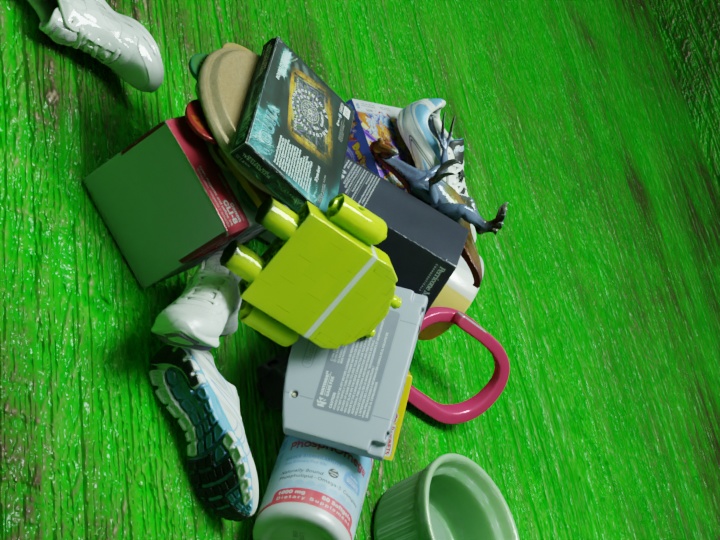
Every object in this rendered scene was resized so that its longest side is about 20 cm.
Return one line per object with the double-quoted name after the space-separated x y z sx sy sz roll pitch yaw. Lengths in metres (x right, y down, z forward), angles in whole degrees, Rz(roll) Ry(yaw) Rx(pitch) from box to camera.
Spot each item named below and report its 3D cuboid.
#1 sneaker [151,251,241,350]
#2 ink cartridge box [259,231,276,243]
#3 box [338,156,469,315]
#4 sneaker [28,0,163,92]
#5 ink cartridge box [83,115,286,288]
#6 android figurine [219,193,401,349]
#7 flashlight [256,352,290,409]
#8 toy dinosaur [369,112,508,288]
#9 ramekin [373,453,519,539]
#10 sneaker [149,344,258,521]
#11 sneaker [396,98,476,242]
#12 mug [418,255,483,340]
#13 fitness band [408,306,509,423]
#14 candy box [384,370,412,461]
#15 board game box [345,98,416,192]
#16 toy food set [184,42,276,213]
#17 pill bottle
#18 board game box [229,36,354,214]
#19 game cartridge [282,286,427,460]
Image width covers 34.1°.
-0.172 0.029 1.265 0.200 0.075 0.100 -59 162 -82 "sneaker"
-0.050 -0.109 1.550 0.200 0.146 0.147 32 42 -41 "ink cartridge box"
0.000 0.000 1.414 0.182 0.200 0.104 32 30 -2 "box"
-0.318 -0.276 1.370 0.200 0.075 0.100 47 47 -15 "sneaker"
-0.179 -0.093 1.348 0.145 0.145 0.200 60 31 0 "ink cartridge box"
-0.045 0.007 1.253 0.200 0.182 0.041 31 19 -26 "android figurine"
-0.047 0.124 1.451 0.200 0.068 0.068 -24 124 -57 "flashlight"
0.087 -0.088 1.427 0.181 0.201 0.105 17 13 3 "toy dinosaur"
0.106 0.339 1.463 0.200 0.098 0.200 36 39 -36 "ramekin"
-0.148 0.168 1.258 0.087 0.075 0.201 -3 68 -63 "sneaker"
0.108 -0.123 1.496 0.072 0.072 0.201 -27 97 -60 "sneaker"
0.069 0.007 1.644 0.153 0.149 0.187 37 31 -21 "mug"
0.120 0.132 1.620 0.200 0.144 0.037 38 6 -35 "fitness band"
0.037 0.165 1.432 0.026 0.103 0.200 15 1 -1 "candy box"
0.048 -0.145 1.537 0.200 0.045 0.135 -2 69 -57 "board game box"
-0.116 -0.163 1.310 0.200 0.049 0.198 56 31 -8 "toy food set"
-0.045 0.234 1.316 0.109 0.109 0.200 47 33 -22 "pill bottle"
-0.071 -0.154 1.292 0.135 0.028 0.200 42 36 -27 "board game box"
-0.012 0.102 1.313 0.133 0.041 0.201 16 64 4 "game cartridge"
